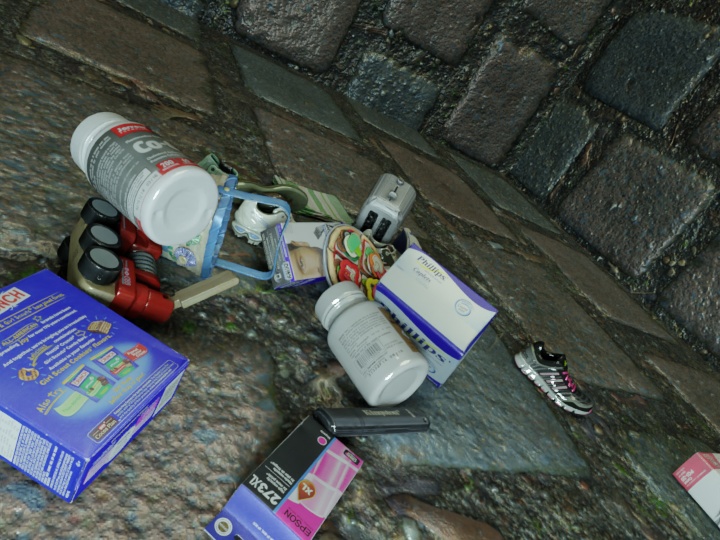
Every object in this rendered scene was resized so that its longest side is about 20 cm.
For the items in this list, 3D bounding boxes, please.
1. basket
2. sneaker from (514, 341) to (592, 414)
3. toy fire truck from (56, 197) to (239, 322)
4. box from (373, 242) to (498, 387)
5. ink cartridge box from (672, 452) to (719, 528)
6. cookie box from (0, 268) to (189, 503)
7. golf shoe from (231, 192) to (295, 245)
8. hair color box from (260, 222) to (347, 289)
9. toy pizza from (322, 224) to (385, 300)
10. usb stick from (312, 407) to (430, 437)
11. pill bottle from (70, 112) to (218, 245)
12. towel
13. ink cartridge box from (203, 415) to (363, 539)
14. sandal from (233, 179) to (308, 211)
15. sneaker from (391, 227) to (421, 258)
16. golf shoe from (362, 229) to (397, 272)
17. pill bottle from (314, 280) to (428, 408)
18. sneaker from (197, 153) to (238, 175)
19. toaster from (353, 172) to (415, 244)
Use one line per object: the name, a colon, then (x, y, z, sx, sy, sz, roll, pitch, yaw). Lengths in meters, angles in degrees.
basket: (-0.224, -0.065, 0.842, 0.198, 0.177, 0.140, 11, 44, -13)
sneaker: (0.450, 0.237, 1.168, 0.200, 0.088, 0.074, 42, 26, 19)
toy fire truck: (-0.292, -0.001, 0.715, 0.199, 0.129, 0.177, 27, 22, -40)
box: (0.117, 0.085, 0.909, 0.184, 0.200, 0.105, 40, 67, 16)
ink cartridge box: (0.808, 0.502, 1.112, 0.145, 0.083, 0.201, 16, 29, -33)
cookie box: (-0.312, 0.105, 0.531, 0.199, 0.076, 0.171, 33, 25, 0)
golf shoe: (-0.154, -0.085, 1.039, 0.199, 0.098, 0.079, 22, 25, -26)
hair color box: (-0.093, -0.033, 0.999, 0.199, 0.064, 0.110, -9, 82, -53)
toy pizza: (0.000, 0.000, 1.023, 0.200, 0.032, 0.202, 31, 49, -43)
usb stick: (0.020, 0.220, 0.751, 0.199, 0.033, 0.055, 12, 2, -38)
pill bottle: (-0.298, -0.131, 0.703, 0.199, 0.115, 0.114, 36, 24, 23)
towel: (-0.122, -0.179, 1.332, 0.199, 0.023, 0.153, 12, 31, -37)
ink cartridge box: (-0.077, 0.253, 0.590, 0.094, 0.037, 0.200, 37, 27, 10)
sandal: (-0.206, -0.150, 1.137, 0.200, 0.080, 0.058, 0, 56, -39)
sneaker: (0.151, -0.006, 1.287, 0.114, 0.081, 0.200, 20, 34, -33)
golf shoe: (0.060, -0.005, 1.156, 0.199, 0.088, 0.077, 37, 23, 5)
pill bottle: (0.011, 0.115, 0.844, 0.114, 0.115, 0.200, 4, 37, -46)
sneaker: (-0.334, -0.185, 0.981, 0.199, 0.119, 0.074, 14, 32, -32)
toaster: (0.050, -0.133, 1.284, 0.113, 0.201, 0.130, 31, 42, 0)
